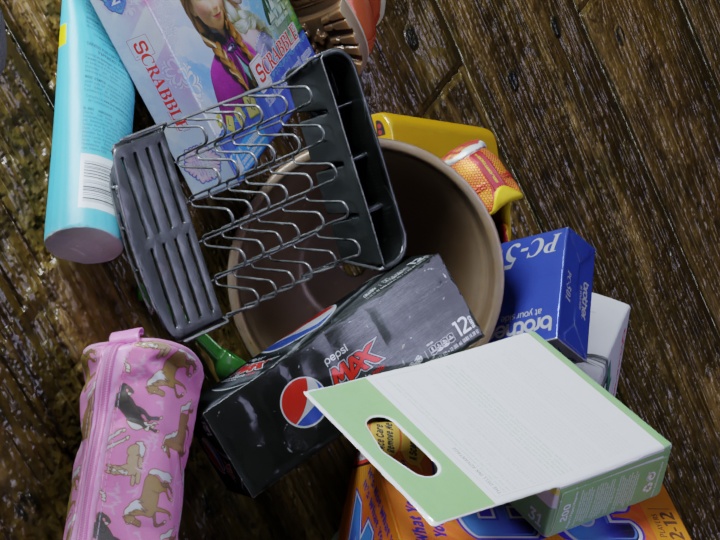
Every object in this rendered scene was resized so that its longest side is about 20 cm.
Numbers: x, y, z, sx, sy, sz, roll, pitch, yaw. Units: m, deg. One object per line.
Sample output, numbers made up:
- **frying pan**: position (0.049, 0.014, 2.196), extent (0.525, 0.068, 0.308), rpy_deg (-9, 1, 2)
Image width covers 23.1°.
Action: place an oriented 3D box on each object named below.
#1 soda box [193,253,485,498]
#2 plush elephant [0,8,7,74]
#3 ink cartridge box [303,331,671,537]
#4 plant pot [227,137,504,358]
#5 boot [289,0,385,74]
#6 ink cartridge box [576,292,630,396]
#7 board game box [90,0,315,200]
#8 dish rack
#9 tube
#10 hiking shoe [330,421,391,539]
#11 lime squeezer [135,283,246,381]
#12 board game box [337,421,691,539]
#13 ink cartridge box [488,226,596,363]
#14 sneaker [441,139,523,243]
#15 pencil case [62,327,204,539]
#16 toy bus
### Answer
- **soda box**: position (-0.019, 0.068, 1.186), extent (0.199, 0.063, 0.071), rpy_deg (-34, 100, -19)
- **plush elephant**: position (-0.261, -0.121, 0.939), extent (0.200, 0.154, 0.166), rpy_deg (22, 62, -49)
- **ink cartridge box**: position (0.079, 0.111, 1.126), extent (0.199, 0.145, 0.048), rpy_deg (-14, 129, -34)
- **plant pot**: position (0.000, 0.000, 1.292), extent (0.093, 0.200, 0.202), rpy_deg (-130, -160, -79)
- **boot**: position (-0.037, -0.256, 1.383), extent (0.107, 0.075, 0.201), rpy_deg (-58, 135, -49)
- **ink cartridge box**: position (0.155, 0.128, 1.469), extent (0.200, 0.084, 0.147), rpy_deg (-59, 159, -44)
- **board game box**: position (-0.112, -0.183, 1.246), extent (0.200, 0.041, 0.200), rpy_deg (63, 27, -21)
- **dish rack**: position (-0.069, -0.047, 1.161), extent (0.199, 0.054, 0.154), rpy_deg (-26, 102, -40)
- **tube**: position (-0.175, -0.105, 1.159), extent (0.077, 0.050, 0.201), rpy_deg (40, 43, -52)
- **hiking shoe**: position (0.047, 0.152, 1.327), extent (0.075, 0.101, 0.200), rpy_deg (32, 47, -3)
- **lime squeezer**: position (-0.061, 0.048, 1.225), extent (0.199, 0.038, 0.071), rpy_deg (3, 84, -18)
- **board game box**: position (0.098, 0.240, 1.164), extent (0.200, 0.198, 0.201), rpy_deg (-110, -154, -55)
- **ink cartridge box**: position (0.081, 0.036, 1.339), extent (0.044, 0.199, 0.095), rpy_deg (36, 53, -41)
- **sneaker**: position (0.079, -0.022, 1.396), extent (0.073, 0.200, 0.077), rpy_deg (-28, 70, -17)
- **pencil case**: position (-0.147, 0.140, 1.089), extent (0.082, 0.087, 0.201), rpy_deg (14, 63, -16)
- **toy bus**: position (0.052, -0.086, 1.442), extent (0.199, 0.078, 0.066), rpy_deg (2, 79, -55)
